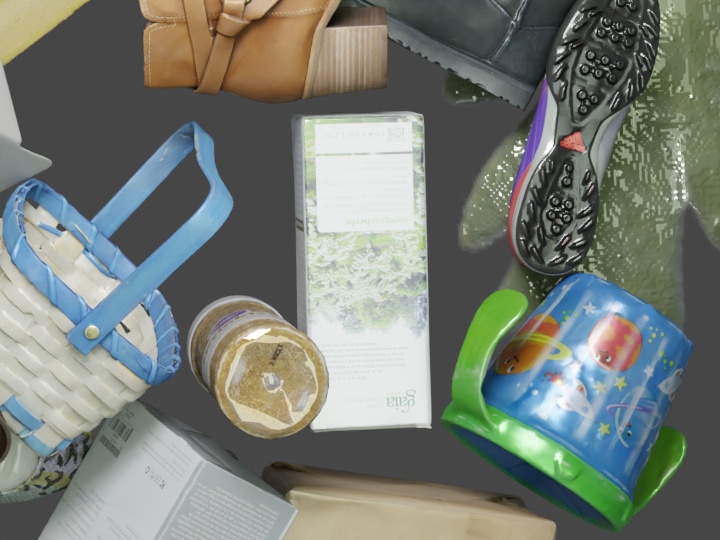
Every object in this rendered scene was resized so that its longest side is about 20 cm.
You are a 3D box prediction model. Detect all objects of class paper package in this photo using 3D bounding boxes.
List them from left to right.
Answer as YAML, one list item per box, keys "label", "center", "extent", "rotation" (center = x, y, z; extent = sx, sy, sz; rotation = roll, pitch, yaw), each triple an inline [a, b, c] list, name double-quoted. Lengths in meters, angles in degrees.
- label: "paper package"
  center: [0.015, 0.237, 1.566]
  extent: [0.190, 0.103, 0.201]
  rotation: [9, 92, -11]

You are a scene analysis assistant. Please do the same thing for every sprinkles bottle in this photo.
- label: "sprinkles bottle"
  center: [-0.065, 0.057, 1.489]
  extent: [0.068, 0.200, 0.069]
  rotation: [-1, 94, -9]

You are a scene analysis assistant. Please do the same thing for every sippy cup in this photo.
- label: "sippy cup"
  center: [0.141, 0.077, 1.561]
  extent: [0.139, 0.178, 0.131]
  rotation: [31, 81, 16]

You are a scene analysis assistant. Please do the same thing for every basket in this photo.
- label: "basket"
  center: [-0.158, 0.003, 1.485]
  extent: [0.200, 0.176, 0.139]
  rotation: [-41, 107, 5]

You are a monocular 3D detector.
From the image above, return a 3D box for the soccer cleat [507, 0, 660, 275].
- label: "soccer cleat"
  center: [0.137, -0.097, 1.573]
  extent: [0.068, 0.073, 0.201]
  rotation: [16, 92, -11]

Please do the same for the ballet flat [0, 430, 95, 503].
- label: "ballet flat"
  center: [-0.265, 0.112, 1.530]
  extent: [0.200, 0.072, 0.072]
  rotation: [8, 93, -10]

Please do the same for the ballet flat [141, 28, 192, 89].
- label: "ballet flat"
  center: [-0.067, -0.206, 1.539]
  extent: [0.068, 0.068, 0.200]
  rotation: [37, 88, 1]

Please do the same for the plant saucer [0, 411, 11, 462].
- label: "plant saucer"
  center: [-0.300, 0.077, 1.412]
  extent: [0.199, 0.200, 0.035]
  rotation: [8, 62, -9]

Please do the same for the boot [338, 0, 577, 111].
- label: "boot"
  center: [0.084, -0.226, 1.555]
  extent: [0.164, 0.066, 0.200]
  rotation: [26, 96, -22]

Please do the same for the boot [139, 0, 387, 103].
- label: "boot"
  center: [-0.061, -0.200, 1.477]
  extent: [0.155, 0.077, 0.201]
  rotation: [-1, 110, -2]

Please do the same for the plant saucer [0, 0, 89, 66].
- label: "plant saucer"
  center: [-0.228, -0.246, 1.490]
  extent: [0.200, 0.048, 0.200]
  rotation: [-35, 110, 12]

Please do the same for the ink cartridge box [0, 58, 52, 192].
- label: "ink cartridge box"
  center: [-0.285, -0.095, 1.460]
  extent: [0.117, 0.200, 0.068]
  rotation: [-25, 67, 18]

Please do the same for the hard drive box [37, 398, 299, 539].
- label: "hard drive box"
  center: [-0.143, 0.195, 1.506]
  extent: [0.077, 0.156, 0.200]
  rotation: [31, 90, -27]

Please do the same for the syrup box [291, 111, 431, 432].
- label: "syrup box"
  center: [0.000, 0.000, 1.555]
  extent: [0.078, 0.081, 0.201]
  rotation: [-2, 95, -7]
